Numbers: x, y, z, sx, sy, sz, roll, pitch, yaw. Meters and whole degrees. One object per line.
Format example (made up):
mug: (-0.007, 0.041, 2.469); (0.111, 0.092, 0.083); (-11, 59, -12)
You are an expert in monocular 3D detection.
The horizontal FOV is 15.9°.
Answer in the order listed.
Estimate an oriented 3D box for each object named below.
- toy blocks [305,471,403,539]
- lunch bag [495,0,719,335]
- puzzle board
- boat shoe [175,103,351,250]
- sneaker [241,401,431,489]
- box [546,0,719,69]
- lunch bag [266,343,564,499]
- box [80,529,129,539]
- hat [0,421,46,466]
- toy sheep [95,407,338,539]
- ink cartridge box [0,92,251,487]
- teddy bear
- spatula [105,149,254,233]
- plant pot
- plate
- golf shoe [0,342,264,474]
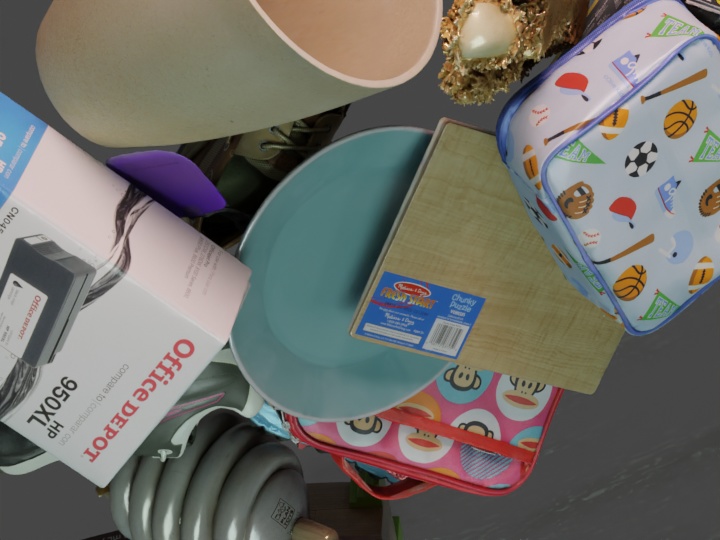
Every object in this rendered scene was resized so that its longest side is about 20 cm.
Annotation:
toy blocks: (-0.040, 0.225, 1.919); (0.136, 0.100, 0.201); (-2, 137, 8)
lunch bag: (0.180, -0.064, 1.573); (0.160, 0.076, 0.200); (-40, 135, -5)
puzzle board: (0.100, -0.007, 1.631); (0.199, 0.017, 0.152); (14, 110, -32)
boat shoe: (-0.047, -0.086, 1.595); (0.075, 0.074, 0.200); (19, 130, -26)
sneaker: (0.011, 0.086, 1.783); (0.199, 0.080, 0.096); (18, 128, -27)
box: (0.195, -0.103, 1.642); (0.159, 0.050, 0.200); (16, 131, -22)
lunch bag: (0.036, 0.068, 1.718); (0.199, 0.082, 0.177); (18, 99, -26)
box: (-0.182, 0.288, 1.866); (0.099, 0.201, 0.075); (-15, 136, 5)
hat: (-0.249, 0.025, 1.637); (0.199, 0.081, 0.202); (-1, 120, -1)
toy sheep: (-0.099, 0.160, 1.792); (0.199, 0.138, 0.138); (12, 144, 26)
ink cartridge box: (-0.186, 0.011, 1.516); (0.199, 0.084, 0.145); (35, 121, -12)
teddy bear: (0.084, -0.164, 1.492); (0.066, 0.200, 0.146); (13, 113, 15)
spatula: (-0.079, -0.031, 1.574); (0.056, 0.021, 0.200); (-8, 159, 29)
plant pot: (-0.087, -0.151, 1.466); (0.187, 0.188, 0.199); (30, 139, -34)
plate: (0.000, 0.000, 1.607); (0.199, 0.026, 0.202); (-15, 122, -26)
golf shoe: (-0.158, 0.098, 1.705); (0.199, 0.077, 0.088); (-29, 107, 21)
